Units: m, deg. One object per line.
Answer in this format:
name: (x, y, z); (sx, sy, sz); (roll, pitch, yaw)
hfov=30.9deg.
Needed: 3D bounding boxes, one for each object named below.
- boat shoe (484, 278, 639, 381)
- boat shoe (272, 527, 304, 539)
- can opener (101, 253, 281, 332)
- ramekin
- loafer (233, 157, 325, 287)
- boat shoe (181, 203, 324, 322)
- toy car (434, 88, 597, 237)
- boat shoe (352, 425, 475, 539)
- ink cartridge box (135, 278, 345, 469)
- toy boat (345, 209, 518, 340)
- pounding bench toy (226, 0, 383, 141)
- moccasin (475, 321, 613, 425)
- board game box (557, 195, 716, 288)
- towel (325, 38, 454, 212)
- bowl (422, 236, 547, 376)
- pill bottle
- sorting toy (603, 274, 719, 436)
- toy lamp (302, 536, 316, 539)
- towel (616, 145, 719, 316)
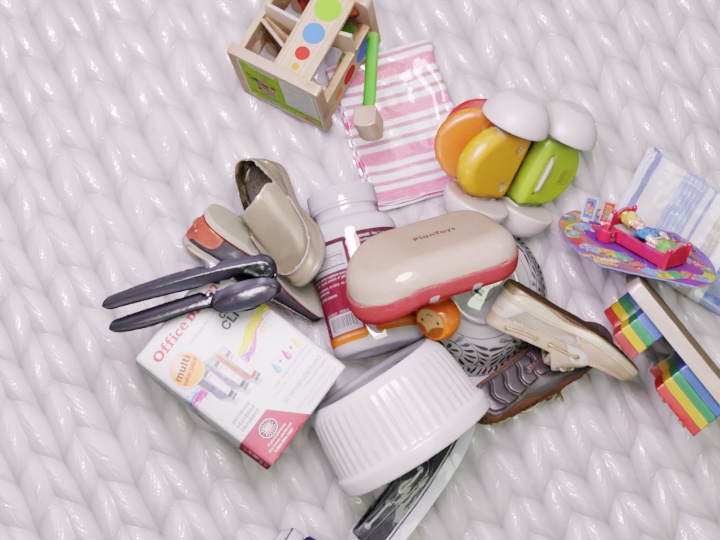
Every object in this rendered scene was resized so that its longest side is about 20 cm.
boat shoe: (0.239, 0.085, 1.543); (0.200, 0.072, 0.065); (30, 99, -16)
boat shoe: (-0.153, 0.367, 1.526); (0.066, 0.072, 0.200); (45, 84, 4)
can opener: (-0.186, 0.023, 1.430); (0.199, 0.079, 0.064); (-10, 88, 2)
ramekin: (0.039, 0.164, 1.506); (0.200, 0.200, 0.105); (-33, 90, -10)
loafer: (-0.105, -0.060, 1.547); (0.076, 0.068, 0.200); (-48, 48, 21)
boat shoe: (-0.125, 0.001, 1.582); (0.200, 0.071, 0.063); (38, 116, -14)
toy car: (0.175, -0.145, 1.588); (0.199, 0.150, 0.176); (4, 121, -41)
boat shoe: (0.064, 0.248, 1.570); (0.068, 0.072, 0.200); (36, 87, -2)
ink cartridge box: (-0.142, 0.114, 1.522); (0.200, 0.145, 0.146); (37, 79, 1)
toy boat: (0.082, 0.020, 1.478); (0.199, 0.131, 0.131); (-16, 116, -16)
pounding bench toy: (-0.030, -0.263, 1.578); (0.199, 0.124, 0.156); (28, 79, 12)
moccasin: (0.225, 0.129, 1.603); (0.201, 0.078, 0.074); (-36, 72, -16)
board game box: (0.341, -0.043, 1.575); (0.199, 0.158, 0.039); (12, 116, -7)
towel: (0.053, -0.186, 1.647); (0.146, 0.030, 0.201); (-18, 84, -10)
bowl: (0.143, 0.027, 1.595); (0.200, 0.094, 0.202); (1, 83, -7)
pill bottle: (0.000, 0.000, 1.569); (0.112, 0.113, 0.201); (-12, 80, -8)
sorting toy: (0.371, 0.102, 1.570); (0.070, 0.199, 0.200); (-40, 87, 12)
toy lamp: (0.018, 0.363, 1.530); (0.199, 0.058, 0.058); (24, 79, -22)
towel: (0.420, -0.050, 1.675); (0.200, 0.024, 0.147); (33, 80, -2)
